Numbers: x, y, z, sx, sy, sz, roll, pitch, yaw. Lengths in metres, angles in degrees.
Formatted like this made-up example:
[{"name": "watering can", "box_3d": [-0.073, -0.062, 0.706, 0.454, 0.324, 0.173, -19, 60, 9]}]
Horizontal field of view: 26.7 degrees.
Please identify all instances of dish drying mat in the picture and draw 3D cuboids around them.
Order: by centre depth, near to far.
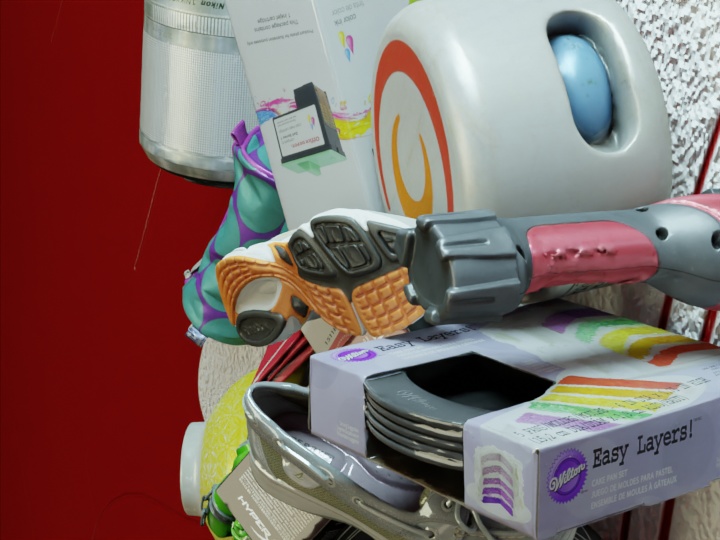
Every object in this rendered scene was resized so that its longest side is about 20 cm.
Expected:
[{"name": "dish drying mat", "box_3d": [-0.057, 0.053, 1.258, 0.077, 0.018, 0.200, -47, 8, 12]}]

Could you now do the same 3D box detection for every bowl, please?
[{"name": "bowl", "box_3d": [-0.095, 0.171, 1.303, 0.200, 0.107, 0.202, 1, -90, -84]}]

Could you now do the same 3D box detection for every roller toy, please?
[{"name": "roller toy", "box_3d": [0.095, -0.071, 0.888, 0.183, 0.139, 0.201, -126, 29, -59]}]

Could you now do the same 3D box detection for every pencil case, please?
[{"name": "pencil case", "box_3d": [-0.089, -0.027, 1.263, 0.201, 0.092, 0.085, -64, -3, 39]}]

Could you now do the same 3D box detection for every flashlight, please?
[{"name": "flashlight", "box_3d": [0.122, -0.004, 0.760, 0.068, 0.199, 0.068, 142, 119, -61]}]

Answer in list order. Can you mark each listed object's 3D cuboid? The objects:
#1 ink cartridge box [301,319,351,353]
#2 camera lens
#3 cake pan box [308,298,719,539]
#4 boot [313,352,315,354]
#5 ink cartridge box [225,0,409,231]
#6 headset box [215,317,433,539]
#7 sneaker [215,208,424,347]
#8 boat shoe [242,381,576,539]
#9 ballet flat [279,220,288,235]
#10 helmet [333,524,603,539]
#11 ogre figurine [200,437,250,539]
[{"name": "ink cartridge box", "box_3d": [0.000, 0.000, 1.162, 0.117, 0.067, 0.200, -59, 35, 16]}, {"name": "camera lens", "box_3d": [-0.109, -0.182, 1.310, 0.160, 0.159, 0.201, -138, 48, -58]}, {"name": "cake pan box", "box_3d": [0.096, 0.070, 0.794, 0.184, 0.199, 0.053, 16, 112, 53]}, {"name": "boot", "box_3d": [-0.008, 0.144, 1.259, 0.204, 0.073, 0.154, 110, 154, -51]}, {"name": "ink cartridge box", "box_3d": [0.004, -0.126, 1.010, 0.084, 0.145, 0.201, -3, 108, 42]}, {"name": "headset box", "box_3d": [0.023, 0.096, 0.987, 0.077, 0.149, 0.200, 48, 114, 20]}, {"name": "sneaker", "box_3d": [-0.002, -0.009, 0.890, 0.199, 0.092, 0.076, -7, 108, 52]}, {"name": "boat shoe", "box_3d": [0.024, 0.114, 0.856, 0.201, 0.075, 0.065, 18, 144, 23]}, {"name": "ballet flat", "box_3d": [-0.015, -0.043, 1.086, 0.068, 0.067, 0.201, 1, 74, 57]}, {"name": "helmet", "box_3d": [0.067, 0.220, 0.923, 0.200, 0.191, 0.200, 38, 168, 9]}, {"name": "ogre figurine", "box_3d": [-0.053, 0.199, 1.127, 0.200, 0.097, 0.121, -119, 32, -55]}]
